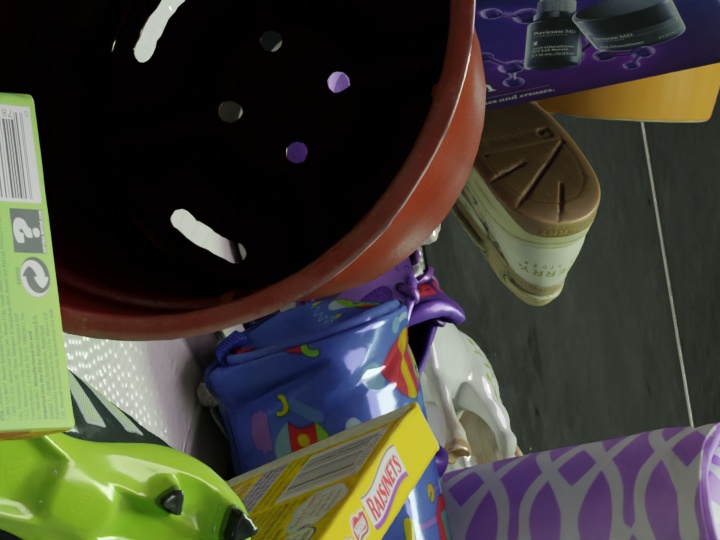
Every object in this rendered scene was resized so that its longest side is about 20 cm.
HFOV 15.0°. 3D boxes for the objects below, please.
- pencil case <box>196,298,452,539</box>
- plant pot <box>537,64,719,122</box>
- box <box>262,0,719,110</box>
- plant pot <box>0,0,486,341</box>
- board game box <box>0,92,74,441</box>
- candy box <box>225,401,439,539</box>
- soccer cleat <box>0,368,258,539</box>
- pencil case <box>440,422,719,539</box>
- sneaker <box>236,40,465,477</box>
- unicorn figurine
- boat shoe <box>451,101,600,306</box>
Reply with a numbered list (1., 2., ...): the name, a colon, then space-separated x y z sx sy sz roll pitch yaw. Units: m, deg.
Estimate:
1. pencil case: -0.007 0.108 1.066 0.078 0.086 0.201 -101 180 -83
2. plant pot: 0.138 -0.178 1.513 0.200 0.199 0.184 -18 113 -71
3. box: 0.054 -0.134 1.187 0.141 0.199 0.079 47 37 -57
4. plant pot: -0.046 -0.070 0.906 0.195 0.200 0.202 26 55 -78
5. board game box: -0.156 -0.003 0.689 0.200 0.030 0.096 3 77 -53
6. candy box: -0.042 0.105 0.925 0.026 0.102 0.200 60 22 -8
7. soccer cleat: -0.115 0.045 0.818 0.200 0.081 0.068 40 80 -37
8. pencil case: 0.077 0.118 1.127 0.086 0.199 0.084 57 34 -37
9. sneaker: 0.000 0.000 1.140 0.081 0.083 0.201 9 71 -70
10. unicorn figurine: 0.030 0.036 1.249 0.200 0.073 0.138 76 3 -58
11. boat shoe: 0.049 -0.069 1.301 0.063 0.073 0.200 101 -26 -42
